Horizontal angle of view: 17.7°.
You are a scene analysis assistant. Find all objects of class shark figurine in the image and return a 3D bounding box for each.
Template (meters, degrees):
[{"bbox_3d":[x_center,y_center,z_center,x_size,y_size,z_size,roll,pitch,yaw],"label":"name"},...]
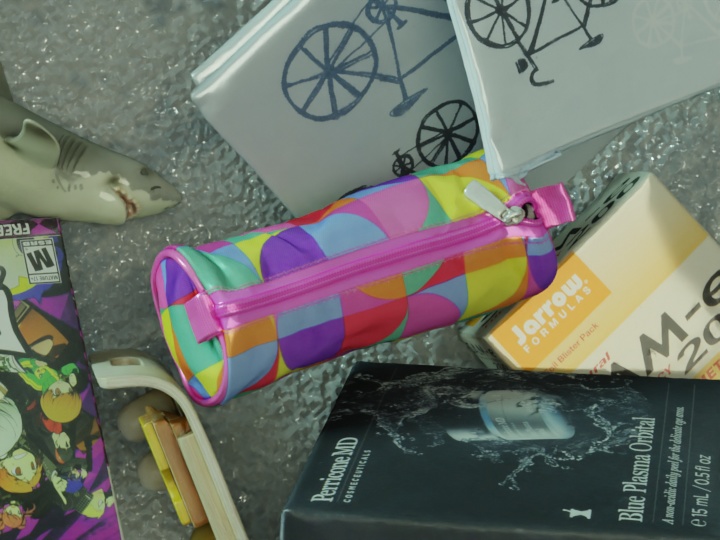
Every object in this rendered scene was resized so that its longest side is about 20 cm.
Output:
[{"bbox_3d":[-0.190,-0.095,1.138,0.128,0.215,0.090,-14,52,19],"label":"shark figurine"}]

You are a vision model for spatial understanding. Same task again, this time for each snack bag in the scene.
[{"bbox_3d":[0.112,-0.163,1.127,0.188,0.021,0.201,-23,104,-29],"label":"snack bag"},{"bbox_3d":[0.036,-0.088,1.169,0.189,0.021,0.200,-44,124,-5],"label":"snack bag"}]

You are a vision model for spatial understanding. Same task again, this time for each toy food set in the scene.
[{"bbox_3d":[-0.088,0.136,1.137,0.060,0.143,0.201,-22,95,-7],"label":"toy food set"}]

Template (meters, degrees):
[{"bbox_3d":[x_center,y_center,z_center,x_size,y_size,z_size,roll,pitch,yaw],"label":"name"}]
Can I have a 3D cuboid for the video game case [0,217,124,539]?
[{"bbox_3d":[-0.226,0.066,1.100,0.199,0.036,0.182,-4,64,-22],"label":"video game case"}]

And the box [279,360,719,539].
[{"bbox_3d":[0.077,0.132,1.083,0.199,0.197,0.118,2,108,9],"label":"box"}]

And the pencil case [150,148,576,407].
[{"bbox_3d":[0.000,0.000,1.112,0.199,0.088,0.089,-20,95,-21],"label":"pencil case"}]

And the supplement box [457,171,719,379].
[{"bbox_3d":[0.166,0.062,1.209,0.126,0.074,0.200,-45,97,-5],"label":"supplement box"}]
